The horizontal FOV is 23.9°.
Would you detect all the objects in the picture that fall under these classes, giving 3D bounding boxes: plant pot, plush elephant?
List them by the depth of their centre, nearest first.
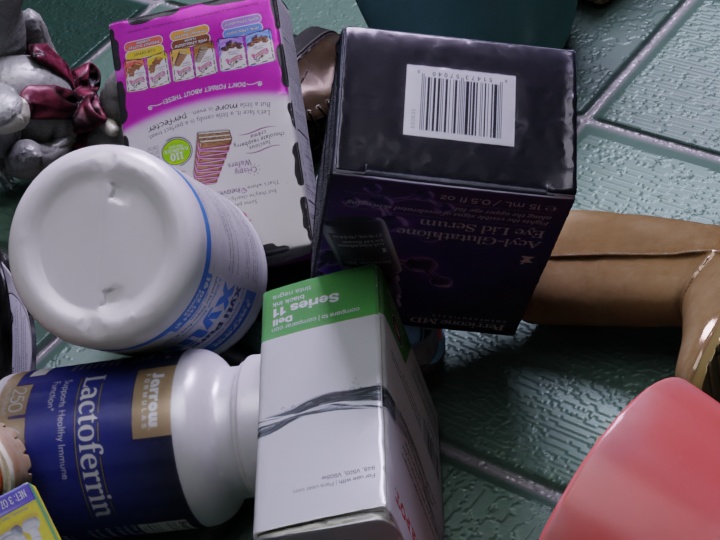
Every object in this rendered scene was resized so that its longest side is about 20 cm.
[{"bbox_3d":[0.193,0.182,0.862,0.176,0.202,0.201,26,57,26],"label":"plant pot"},{"bbox_3d":[0.087,-0.234,1.371,0.198,0.162,0.202,-11,41,9],"label":"plant pot"},{"bbox_3d":[-0.233,-0.131,1.403,0.153,0.201,0.166,1,53,-11],"label":"plush elephant"}]

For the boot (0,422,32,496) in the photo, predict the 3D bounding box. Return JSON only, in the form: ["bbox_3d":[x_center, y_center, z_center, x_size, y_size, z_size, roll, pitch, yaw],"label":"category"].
[{"bbox_3d":[-0.299,0.172,1.062,0.075,0.200,0.107,51,32,15],"label":"boot"}]

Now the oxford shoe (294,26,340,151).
[{"bbox_3d":[-0.047,-0.127,1.377,0.084,0.073,0.201,15,52,29],"label":"oxford shoe"}]

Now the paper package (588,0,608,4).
[{"bbox_3d":[0.201,-0.347,1.498,0.200,0.104,0.190,-40,45,-21],"label":"paper package"}]

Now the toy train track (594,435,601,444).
[{"bbox_3d":[0.214,0.095,1.063,0.114,0.033,0.201,-1,38,31],"label":"toy train track"}]

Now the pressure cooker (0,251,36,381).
[{"bbox_3d":[-0.324,0.059,1.190,0.198,0.177,0.179,-5,36,30],"label":"pressure cooker"}]

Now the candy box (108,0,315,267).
[{"bbox_3d":[-0.108,-0.099,1.295,0.135,0.061,0.203,-10,80,10],"label":"candy box"}]

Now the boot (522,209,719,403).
[{"bbox_3d":[0.180,0.028,1.103,0.198,0.067,0.175,3,39,42],"label":"boot"}]

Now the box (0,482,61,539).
[{"bbox_3d":[-0.195,0.238,0.970,0.116,0.048,0.202,-27,84,-9],"label":"box"}]

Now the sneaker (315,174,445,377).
[{"bbox_3d":[0.000,0.000,1.198,0.079,0.096,0.201,-21,40,-1],"label":"sneaker"}]

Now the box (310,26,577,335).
[{"bbox_3d":[0.047,-0.050,1.071,0.146,0.201,0.105,5,63,-3],"label":"box"}]

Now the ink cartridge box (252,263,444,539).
[{"bbox_3d":[-0.004,0.121,1.027,0.082,0.148,0.201,-13,40,10],"label":"ink cartridge box"}]

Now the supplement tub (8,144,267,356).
[{"bbox_3d":[-0.145,-0.006,1.156,0.130,0.200,0.134,-1,84,11],"label":"supplement tub"}]

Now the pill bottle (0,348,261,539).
[{"bbox_3d":[-0.138,0.113,1.112,0.197,0.116,0.116,-9,41,12],"label":"pill bottle"}]
